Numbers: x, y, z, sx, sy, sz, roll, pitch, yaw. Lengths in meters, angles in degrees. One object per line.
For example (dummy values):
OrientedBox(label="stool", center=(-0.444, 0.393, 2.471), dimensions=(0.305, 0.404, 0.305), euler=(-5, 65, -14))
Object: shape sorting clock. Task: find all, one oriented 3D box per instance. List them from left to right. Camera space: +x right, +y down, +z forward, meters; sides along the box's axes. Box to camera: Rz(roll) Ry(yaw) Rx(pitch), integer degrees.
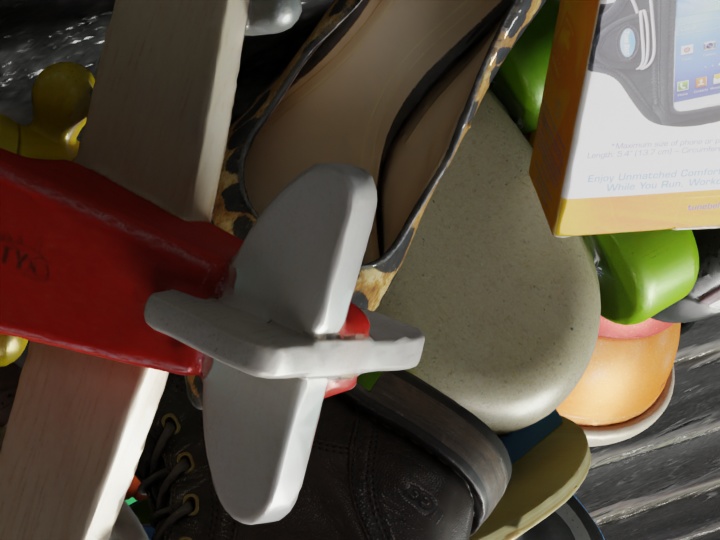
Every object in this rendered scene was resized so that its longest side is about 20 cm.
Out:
OrientedBox(label="shape sorting clock", center=(-0.011, 0.092, 0.948), dimensions=(0.200, 0.039, 0.200), euler=(-12, -171, 2))

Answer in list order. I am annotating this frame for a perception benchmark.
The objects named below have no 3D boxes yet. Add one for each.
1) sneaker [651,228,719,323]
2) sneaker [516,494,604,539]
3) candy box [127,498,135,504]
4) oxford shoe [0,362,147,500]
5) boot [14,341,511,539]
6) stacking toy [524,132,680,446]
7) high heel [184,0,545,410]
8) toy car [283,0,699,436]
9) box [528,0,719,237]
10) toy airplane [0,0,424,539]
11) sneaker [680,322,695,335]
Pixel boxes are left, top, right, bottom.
OrientedBox(label="sneaker", center=(0.158, -0.081, 1.008), dimensions=(0.200, 0.076, 0.116), euler=(-46, 132, -10))
OrientedBox(label="sneaker", center=(0.028, 0.090, 1.098), dimensions=(0.071, 0.200, 0.083), euler=(-51, -156, 1))
OrientedBox(label="candy box", center=(-0.181, 0.103, 1.029), dimensions=(0.169, 0.077, 0.200), euler=(2, 171, 14))
OrientedBox(label="oxford shoe", center=(-0.123, 0.037, 0.888), dimensions=(0.200, 0.073, 0.071), euler=(10, 163, -12))
OrientedBox(label="boot", center=(-0.058, 0.089, 0.788), dimensions=(0.069, 0.200, 0.174), euler=(100, 16, -49))
OrientedBox(label="stacking toy", center=(0.110, -0.035, 1.118), dimensions=(0.146, 0.146, 0.200), euler=(-11, 141, -42))
OrientedBox(label="high heel", center=(0.007, -0.056, 0.785), dimensions=(0.200, 0.071, 0.143), euler=(-60, -177, -38))
OrientedBox(label="toy car", center=(0.000, 0.000, 0.983), dimensions=(0.164, 0.158, 0.200), euler=(-29, 179, -23))
OrientedBox(label="box", center=(0.129, -0.101, 0.841), dimensions=(0.119, 0.042, 0.200), euler=(-3, 130, -13))
OrientedBox(label="toy airplane", center=(-0.073, -0.008, 0.725), dimensions=(0.200, 0.199, 0.141), euler=(-29, 178, 16))
OrientedBox(label="sneaker", center=(0.124, 0.002, 1.269), dimensions=(0.076, 0.091, 0.200), euler=(-17, 165, -33))
